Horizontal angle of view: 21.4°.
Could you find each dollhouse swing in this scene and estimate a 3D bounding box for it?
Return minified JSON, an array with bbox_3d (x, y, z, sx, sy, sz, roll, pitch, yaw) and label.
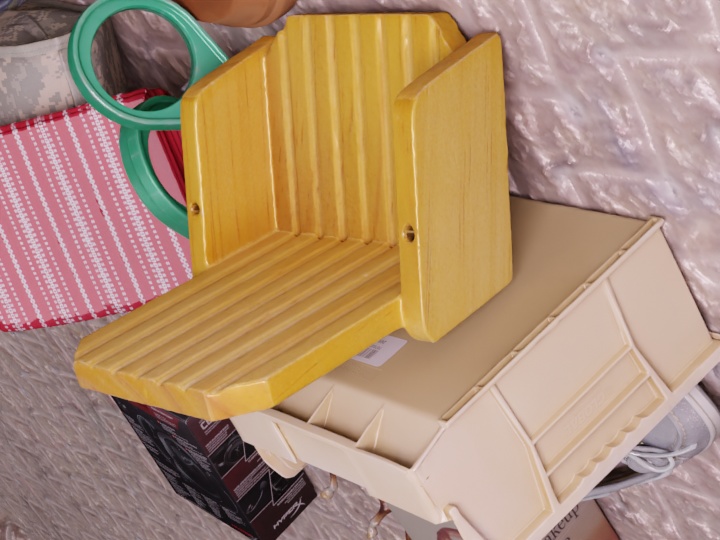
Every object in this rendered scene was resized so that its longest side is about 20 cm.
[{"bbox_3d":[-0.052,-0.036,0.995,0.199,0.175,0.183,9,106,50],"label":"dollhouse swing"}]

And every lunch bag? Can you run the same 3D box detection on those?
[{"bbox_3d":[-0.218,-0.099,1.332,0.199,0.117,0.165,18,125,53],"label":"lunch bag"}]

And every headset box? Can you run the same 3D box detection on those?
[{"bbox_3d":[-0.145,0.142,1.741,0.148,0.077,0.201,22,148,46],"label":"headset box"}]

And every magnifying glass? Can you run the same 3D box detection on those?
[{"bbox_3d":[-0.079,-0.101,1.125,0.199,0.080,0.022,25,161,-18],"label":"magnifying glass"},{"bbox_3d":[-0.076,-0.021,1.167,0.022,0.080,0.200,-27,111,35],"label":"magnifying glass"}]

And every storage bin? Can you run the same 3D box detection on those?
[{"bbox_3d":[0.054,0.051,1.033,0.199,0.198,0.094,15,140,53],"label":"storage bin"}]

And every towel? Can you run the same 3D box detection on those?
[{"bbox_3d":[-0.186,-0.036,1.252,0.199,0.022,0.146,-11,111,29],"label":"towel"}]

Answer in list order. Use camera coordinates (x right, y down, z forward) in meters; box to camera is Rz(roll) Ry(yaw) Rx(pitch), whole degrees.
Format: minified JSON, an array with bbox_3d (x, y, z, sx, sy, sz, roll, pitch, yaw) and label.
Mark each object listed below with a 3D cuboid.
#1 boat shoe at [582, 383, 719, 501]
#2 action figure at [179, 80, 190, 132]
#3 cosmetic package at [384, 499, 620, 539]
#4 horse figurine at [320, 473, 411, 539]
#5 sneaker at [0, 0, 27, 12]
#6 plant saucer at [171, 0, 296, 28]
[{"bbox_3d":[0.150,0.100,1.124,0.074,0.065,0.202,46,159,-3],"label":"boat shoe"},{"bbox_3d":[-0.077,-0.070,1.241,0.131,0.069,0.200,61,152,-9],"label":"action figure"},{"bbox_3d":[0.108,0.186,1.310,0.087,0.103,0.200,8,139,55],"label":"cosmetic package"},{"bbox_3d":[-0.001,0.144,1.494,0.200,0.050,0.133,39,142,40],"label":"horse figurine"},{"bbox_3d":[-0.228,-0.230,1.211,0.074,0.081,0.200,37,157,19],"label":"sneaker"},{"bbox_3d":[-0.117,-0.216,1.092,0.200,0.037,0.201,39,158,19],"label":"plant saucer"}]
